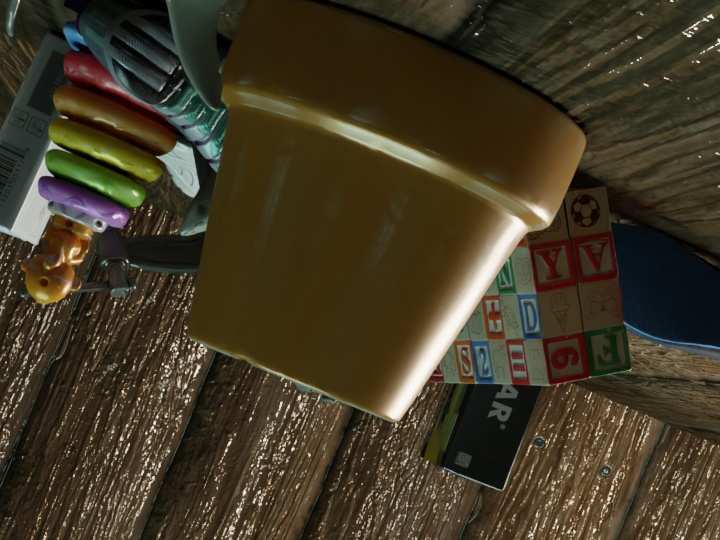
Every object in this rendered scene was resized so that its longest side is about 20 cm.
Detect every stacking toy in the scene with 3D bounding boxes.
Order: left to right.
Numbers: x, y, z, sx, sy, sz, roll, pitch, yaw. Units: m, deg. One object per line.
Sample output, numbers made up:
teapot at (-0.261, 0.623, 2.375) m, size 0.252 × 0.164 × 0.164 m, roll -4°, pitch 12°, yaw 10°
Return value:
stacking toy at (-0.187, -0.069, 1.505) m, size 0.116 × 0.201 × 0.110 m, roll 22°, pitch 176°, yaw -2°

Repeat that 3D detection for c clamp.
c clamp at (-0.168, -0.066, 1.576) m, size 0.170 × 0.201 × 0.027 m, roll 4°, pitch 148°, yaw -16°

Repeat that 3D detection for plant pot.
plant pot at (-0.004, -0.025, 1.149) m, size 0.200 × 0.184 × 0.200 m, roll 23°, pitch 176°, yaw 2°

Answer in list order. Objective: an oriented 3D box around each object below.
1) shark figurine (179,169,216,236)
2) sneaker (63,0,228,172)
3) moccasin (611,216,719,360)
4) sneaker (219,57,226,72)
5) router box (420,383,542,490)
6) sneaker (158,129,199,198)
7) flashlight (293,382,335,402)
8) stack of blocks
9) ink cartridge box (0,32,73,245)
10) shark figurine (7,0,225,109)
shark figurine at (-0.058, -0.093, 1.564) m, size 0.090 × 0.128 × 0.214 m, roll 47°, pitch -159°, yaw 13°
sneaker at (-0.109, -0.125, 1.388) m, size 0.087 × 0.074 × 0.200 m, roll 38°, pitch 178°, yaw 41°
moccasin at (0.209, 0.029, 1.415) m, size 0.200 × 0.081 × 0.068 m, roll 25°, pitch 164°, yaw -18°
sneaker at (-0.020, -0.061, 1.356) m, size 0.200 × 0.105 × 0.076 m, roll 25°, pitch 176°, yaw -34°
router box at (0.114, 0.069, 1.676) m, size 0.052 × 0.201 × 0.157 m, roll 22°, pitch 176°, yaw -4°
sneaker at (-0.126, -0.101, 1.719) m, size 0.087 × 0.075 × 0.200 m, roll 12°, pitch 170°, yaw 46°
flashlight at (0.022, 0.024, 1.686) m, size 0.068 × 0.200 × 0.068 m, roll 24°, pitch 134°, yaw 12°
stack of blocks at (0.097, 0.013, 1.370) m, size 0.058 × 0.116 × 0.200 m, roll -9°, pitch 180°, yaw -20°
ink cartridge box at (-0.269, -0.105, 1.774) m, size 0.057 × 0.163 × 0.200 m, roll 24°, pitch 177°, yaw -6°
shark figurine at (-0.120, -0.135, 0.927) m, size 0.128 × 0.090 × 0.214 m, roll 23°, pitch 175°, yaw 10°
